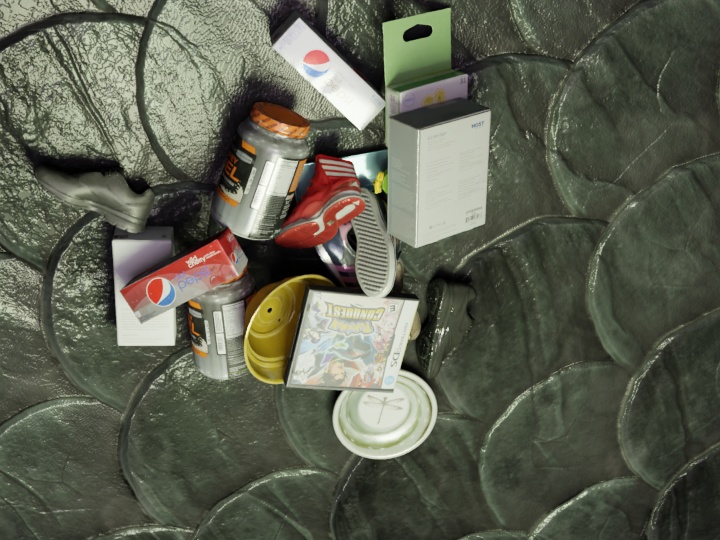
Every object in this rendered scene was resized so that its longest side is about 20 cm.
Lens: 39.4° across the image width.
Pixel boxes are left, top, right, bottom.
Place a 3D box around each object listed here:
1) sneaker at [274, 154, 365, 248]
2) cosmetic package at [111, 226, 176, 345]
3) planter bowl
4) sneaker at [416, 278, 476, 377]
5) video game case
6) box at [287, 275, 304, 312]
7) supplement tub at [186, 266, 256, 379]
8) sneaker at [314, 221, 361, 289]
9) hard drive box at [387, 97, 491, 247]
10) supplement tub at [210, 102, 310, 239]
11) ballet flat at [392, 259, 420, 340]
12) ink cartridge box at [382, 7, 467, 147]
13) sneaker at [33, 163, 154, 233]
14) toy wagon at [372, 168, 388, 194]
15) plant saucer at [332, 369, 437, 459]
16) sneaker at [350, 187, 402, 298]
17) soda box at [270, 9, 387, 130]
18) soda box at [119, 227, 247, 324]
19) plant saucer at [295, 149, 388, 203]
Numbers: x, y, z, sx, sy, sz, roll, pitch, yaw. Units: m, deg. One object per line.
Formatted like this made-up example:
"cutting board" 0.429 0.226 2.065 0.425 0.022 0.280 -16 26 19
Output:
"sneaker" -0.070 -0.119 1.676 0.200 0.116 0.078 -26 148 36
"cosmetic package" -0.366 0.027 1.713 0.101 0.074 0.201 1 113 -8
"planter bowl" -0.132 0.082 1.676 0.200 0.083 0.201 -23 128 -33
"sneaker" 0.159 0.110 1.827 0.090 0.076 0.201 2 120 -21
"video game case" -0.015 0.117 1.678 0.199 0.026 0.182 6 112 -23
"box" -0.036 0.093 1.759 0.199 0.042 0.119 18 130 5
"supplement tub" -0.236 0.074 1.727 0.122 0.123 0.201 -6 116 -6
"sneaker" 0.000 0.000 1.755 0.082 0.070 0.200 -32 118 10
"hard drive box" 0.125 -0.157 1.606 0.155 0.077 0.201 -19 123 -33
"supplement tub" -0.158 -0.161 1.624 0.122 0.123 0.201 16 112 -16
"ballet flat" 0.061 0.053 1.774 0.046 0.067 0.201 -45 138 -31
"ink cartridge box" 0.105 -0.303 1.602 0.145 0.048 0.201 -21 124 -32
"sneaker" -0.429 -0.136 1.632 0.199 0.076 0.091 23 101 -25
"toy wagon" 0.114 -0.150 1.702 0.199 0.040 0.156 2 115 -18
"plant saucer" 0.044 0.262 1.900 0.199 0.050 0.201 -3 116 -7
"sneaker" 0.035 -0.041 1.677 0.078 0.201 0.079 -25 149 30
"soda box" -0.050 -0.317 1.594 0.064 0.068 0.200 -43 114 12
"soda box" -0.283 0.009 1.613 0.199 0.063 0.070 -25 104 18
"plant saucer" -0.016 -0.164 1.702 0.199 0.019 0.070 -10 117 -3
